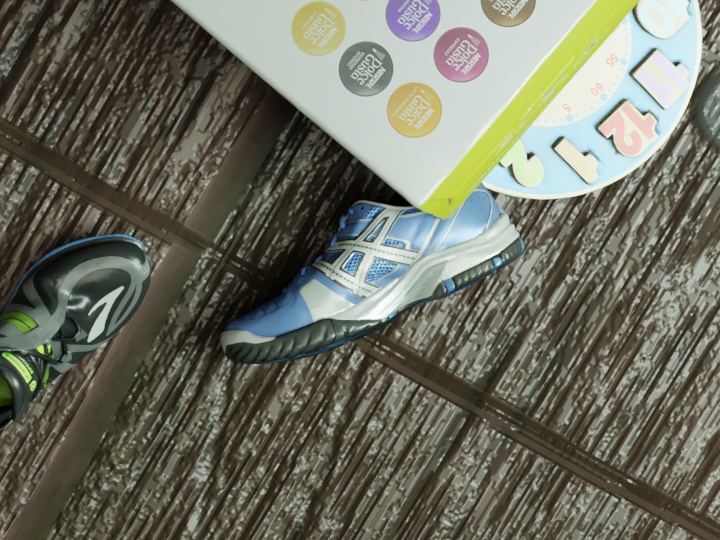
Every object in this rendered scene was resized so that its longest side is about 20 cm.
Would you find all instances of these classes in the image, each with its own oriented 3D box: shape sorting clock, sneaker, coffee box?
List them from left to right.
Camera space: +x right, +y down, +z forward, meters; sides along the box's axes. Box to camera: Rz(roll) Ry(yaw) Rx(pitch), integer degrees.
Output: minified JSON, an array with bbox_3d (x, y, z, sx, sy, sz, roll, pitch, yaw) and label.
[{"bbox_3d":[-0.205,0.054,1.426,0.200,0.083,0.071,-37,119,-13],"label":"sneaker"},{"bbox_3d":[0.000,0.000,1.472,0.200,0.076,0.077,-26,87,-1],"label":"sneaker"},{"bbox_3d":[0.034,-0.166,1.345,0.198,0.200,0.200,41,93,6],"label":"coffee box"},{"bbox_3d":[0.119,-0.144,1.475,0.200,0.039,0.200,-2,102,-10],"label":"shape sorting clock"}]
